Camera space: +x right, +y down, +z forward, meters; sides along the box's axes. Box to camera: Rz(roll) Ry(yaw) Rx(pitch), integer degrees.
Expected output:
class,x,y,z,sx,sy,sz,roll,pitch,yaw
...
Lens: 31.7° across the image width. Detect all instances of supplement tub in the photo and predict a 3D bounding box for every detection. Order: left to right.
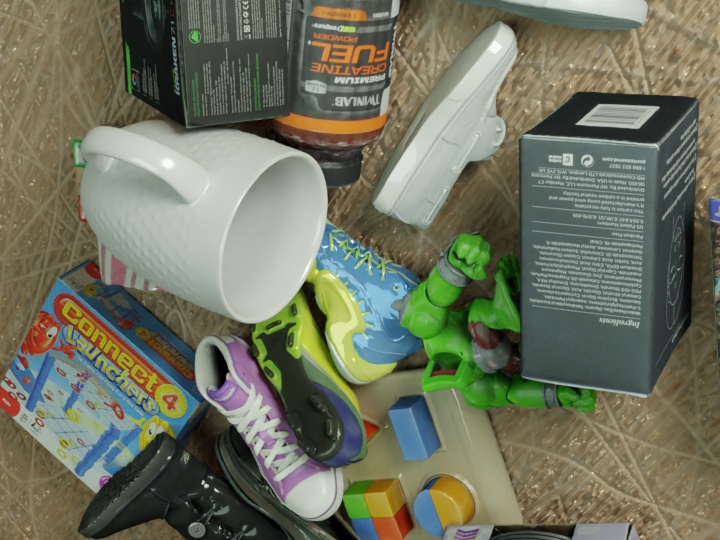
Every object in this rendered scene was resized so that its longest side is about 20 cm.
class,x,y,z,sx,sy,sz,roll,pitch,yaw
supplement tub,-0.024,-0.175,1.077,0.107,0.107,0.201,15,116,20

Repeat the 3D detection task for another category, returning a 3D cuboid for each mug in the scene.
class,x,y,z,sx,sy,sz,roll,pitch,yaw
mug,-0.148,-0.062,1.037,0.175,0.200,0.148,21,78,27

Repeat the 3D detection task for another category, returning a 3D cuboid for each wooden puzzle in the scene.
class,x,y,z,sx,sy,sz,roll,pitch,yaw
wooden puzzle,0.037,0.190,1.227,0.200,0.046,0.186,-13,104,30

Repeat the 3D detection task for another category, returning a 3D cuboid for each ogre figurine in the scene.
class,x,y,z,sx,sy,sz,roll,pitch,yaw
ogre figurine,0.109,0.058,1.103,0.120,0.098,0.200,-20,141,35

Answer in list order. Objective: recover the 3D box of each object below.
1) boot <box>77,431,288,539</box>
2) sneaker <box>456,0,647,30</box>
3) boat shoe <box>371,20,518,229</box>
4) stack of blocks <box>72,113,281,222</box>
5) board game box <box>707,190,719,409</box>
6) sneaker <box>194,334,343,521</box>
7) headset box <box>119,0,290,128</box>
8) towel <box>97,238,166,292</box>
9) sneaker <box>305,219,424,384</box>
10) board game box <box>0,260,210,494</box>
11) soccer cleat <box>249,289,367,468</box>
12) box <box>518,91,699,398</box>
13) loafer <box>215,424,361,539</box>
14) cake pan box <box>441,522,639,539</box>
class,x,y,z,sx,sy,sz,roll,pitch,yaw
boot,-0.172,0.276,1.322,0.200,0.066,0.165,38,122,-18
sneaker,0.131,-0.239,0.997,0.199,0.073,0.071,16,93,9
boat shoe,0.084,-0.116,1.074,0.068,0.072,0.200,28,115,-11
stack of blocks,-0.175,-0.094,1.211,0.199,0.059,0.116,10,114,23
board game box,0.357,0.036,0.943,0.159,0.097,0.201,15,120,50
sneaker,-0.097,0.148,1.195,0.073,0.114,0.201,-39,66,12
headset box,-0.139,-0.226,1.067,0.200,0.093,0.175,-145,50,-60
towel,-0.167,-0.043,1.175,0.199,0.030,0.147,9,112,23
sneaker,0.000,0.000,1.167,0.105,0.076,0.200,-21,100,13
board game box,-0.270,0.127,1.348,0.200,0.056,0.196,40,122,7
soccer cleat,-0.048,0.097,1.197,0.065,0.084,0.201,-34,58,19
box,0.197,-0.026,1.001,0.107,0.148,0.201,6,112,25
loafer,-0.064,0.222,1.263,0.200,0.072,0.063,48,133,15
cake pan box,0.183,0.314,1.176,0.184,0.052,0.200,-6,122,26
